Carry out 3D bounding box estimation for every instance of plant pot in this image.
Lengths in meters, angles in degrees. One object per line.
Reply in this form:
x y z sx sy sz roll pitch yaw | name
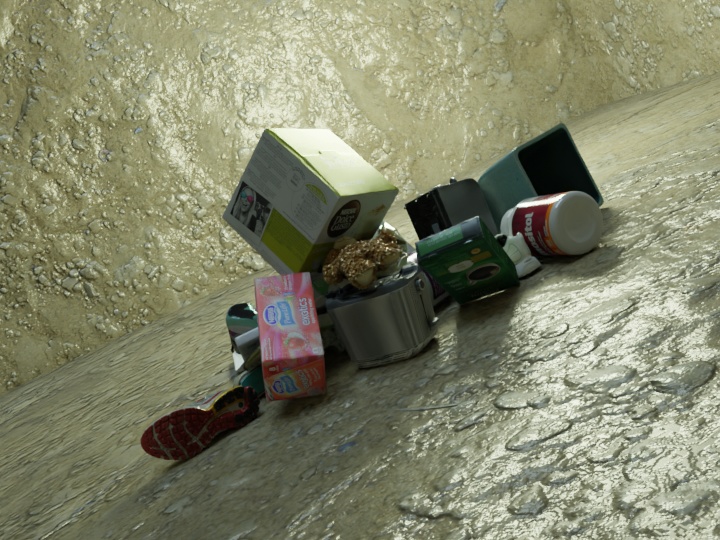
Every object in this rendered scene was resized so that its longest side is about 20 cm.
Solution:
0.364 -0.168 1.689 0.195 0.198 0.199 -30 3 -35 | plant pot

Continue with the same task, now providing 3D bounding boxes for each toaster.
0.033 0.079 1.282 0.198 0.131 0.113 -17 10 33 | toaster
0.201 -0.092 1.696 0.117 0.202 0.181 -23 1 -17 | toaster

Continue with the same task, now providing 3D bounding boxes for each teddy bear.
-0.003 -0.023 1.275 0.144 0.067 0.200 -36 14 4 | teddy bear

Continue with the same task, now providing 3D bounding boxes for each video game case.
-0.132 0.126 1.477 0.198 0.023 0.183 -26 -25 -11 | video game case

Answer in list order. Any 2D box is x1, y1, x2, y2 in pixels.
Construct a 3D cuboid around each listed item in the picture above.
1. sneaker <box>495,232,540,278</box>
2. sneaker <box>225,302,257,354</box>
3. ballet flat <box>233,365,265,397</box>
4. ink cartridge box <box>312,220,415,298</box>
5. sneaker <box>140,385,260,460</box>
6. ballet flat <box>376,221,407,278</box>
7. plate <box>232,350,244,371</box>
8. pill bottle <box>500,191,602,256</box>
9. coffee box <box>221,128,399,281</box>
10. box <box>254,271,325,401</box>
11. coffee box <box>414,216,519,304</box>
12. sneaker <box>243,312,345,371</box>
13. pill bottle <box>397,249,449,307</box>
0.262 -0.030 1.478 0.075 0.082 0.199 -29 9 -23 | sneaker
-0.167 0.132 1.559 0.197 0.142 0.078 0 33 -3 | sneaker
-0.150 0.174 1.440 0.198 0.070 0.069 -28 10 -24 | ballet flat
0.000 0.000 1.555 0.200 0.145 0.088 -44 -17 -16 | ink cartridge box
-0.264 0.252 1.274 0.198 0.079 0.082 -18 1 -29 | sneaker
0.058 -0.029 1.414 0.061 0.068 0.201 -1 30 11 | ballet flat
-0.205 0.134 1.711 0.201 0.032 0.199 -50 12 -4 | plate
0.349 -0.083 1.452 0.112 0.114 0.200 -27 9 -19 | pill bottle
-0.089 -0.122 1.418 0.199 0.200 0.199 -14 -39 -55 | coffee box
-0.119 0.105 1.280 0.101 0.096 0.201 -6 41 -6 | box
0.184 -0.012 1.321 0.122 0.044 0.200 -22 -32 21 | coffee box
-0.111 0.146 1.385 0.198 0.089 0.077 -23 -11 -15 | sneaker
0.116 0.019 1.466 0.199 0.114 0.112 -31 11 -40 | pill bottle
